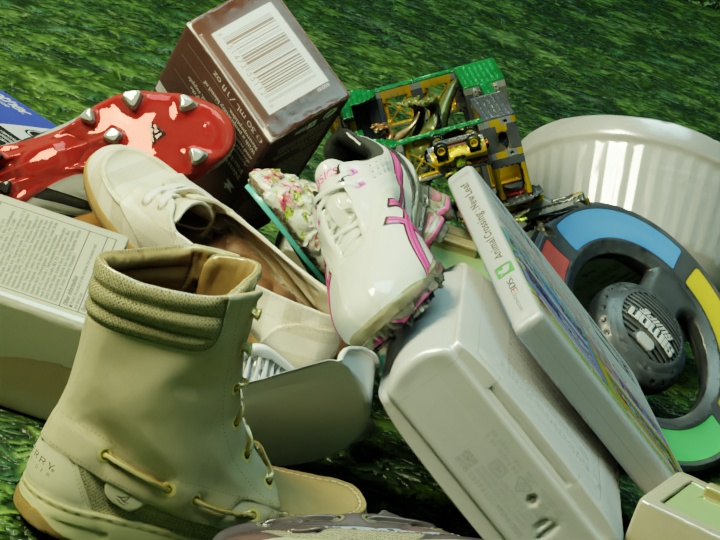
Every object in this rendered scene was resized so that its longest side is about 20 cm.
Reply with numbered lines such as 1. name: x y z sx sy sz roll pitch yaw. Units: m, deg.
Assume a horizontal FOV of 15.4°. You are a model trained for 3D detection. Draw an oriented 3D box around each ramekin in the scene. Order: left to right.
1. ramekin: 0.199 -0.023 1.946 0.201 0.095 0.203 11 -25 5

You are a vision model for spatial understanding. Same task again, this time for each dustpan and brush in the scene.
1. dustpan and brush: -0.034 0.079 1.519 0.139 0.058 0.200 -15 -30 20

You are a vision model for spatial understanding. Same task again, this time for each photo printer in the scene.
1. photo printer: 0.082 0.085 1.539 0.167 0.069 0.200 51 13 -10

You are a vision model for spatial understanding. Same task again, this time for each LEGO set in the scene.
1. LEGO set: 0.054 -0.055 1.759 0.153 0.117 0.200 -18 19 -8

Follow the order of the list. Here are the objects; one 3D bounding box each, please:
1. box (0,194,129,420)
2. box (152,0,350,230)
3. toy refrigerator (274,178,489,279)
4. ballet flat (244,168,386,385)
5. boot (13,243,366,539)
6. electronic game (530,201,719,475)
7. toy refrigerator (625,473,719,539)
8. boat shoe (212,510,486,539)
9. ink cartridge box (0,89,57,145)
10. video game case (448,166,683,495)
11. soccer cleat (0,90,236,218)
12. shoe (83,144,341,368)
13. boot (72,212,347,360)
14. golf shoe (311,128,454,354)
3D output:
1. box: -0.241 0.003 1.495 0.199 0.078 0.095 19 37 -1
2. box: -0.088 -0.097 1.781 0.075 0.200 0.100 -31 79 -26
3. toy refrigerator: 0.040 0.009 1.804 0.199 0.070 0.076 17 42 -5
4. ballet flat: 0.000 0.000 1.663 0.200 0.064 0.076 56 -4 -30
5. boot: -0.067 0.070 1.373 0.199 0.156 0.073 11 18 -27
6. electronic game: 0.186 0.045 1.782 0.199 0.042 0.201 23 50 -30
7. toy refrigerator: 0.246 0.186 1.477 0.199 0.070 0.076 24 17 20
8. boat shoe: 0.016 0.154 1.352 0.199 0.072 0.065 5 25 -24
9. ink cartridge box: -0.241 -0.078 1.861 0.200 0.044 0.094 32 19 38
10. video game case: 0.130 0.050 1.592 0.200 0.022 0.182 51 10 -30
11. soccer cleat: -0.176 -0.063 1.709 0.199 0.069 0.085 -17 -16 -1
12. shoe: -0.084 -0.015 1.589 0.200 0.054 0.070 41 45 14
13. boot: -0.119 0.028 1.612 0.200 0.077 0.155 36 28 19
14. golf shoe: 0.000 -0.017 1.541 0.092 0.073 0.200 43 18 -13
